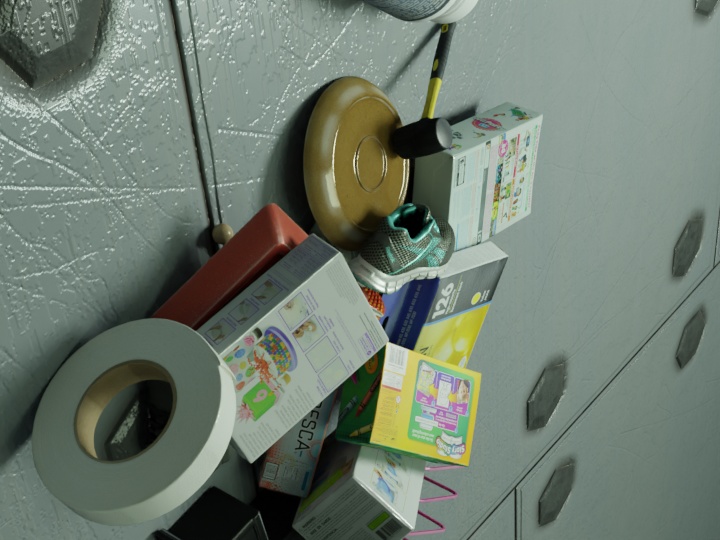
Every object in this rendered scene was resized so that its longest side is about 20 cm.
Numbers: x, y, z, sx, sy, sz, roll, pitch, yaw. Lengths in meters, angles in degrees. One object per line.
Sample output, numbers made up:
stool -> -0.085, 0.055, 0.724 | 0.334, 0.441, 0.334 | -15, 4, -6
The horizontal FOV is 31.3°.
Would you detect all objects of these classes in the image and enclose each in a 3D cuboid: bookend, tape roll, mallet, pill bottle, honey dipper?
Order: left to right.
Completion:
tape roll -> -0.213, 0.140, 1.209 | 0.203, 0.202, 0.037 | -56, 145, -17
honey dipper -> -0.120, 0.016, 1.428 | 0.038, 0.038, 0.200 | -51, 140, -24
bookend -> -0.126, 0.328, 1.548 | 0.200, 0.092, 0.199 | -45, 141, -33
pill bottle -> 0.047, -0.333, 1.377 | 0.200, 0.119, 0.120 | 11, 100, -57
mallet -> 0.096, -0.220, 1.522 | 0.041, 0.066, 0.201 | 43, 57, -41

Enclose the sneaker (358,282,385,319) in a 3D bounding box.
sneaker -> -0.058, 0.023, 1.452 | 0.077, 0.073, 0.200 | -42, 123, 18

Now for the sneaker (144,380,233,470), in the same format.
sneaker -> -0.193, 0.167, 1.371 | 0.079, 0.075, 0.200 | -47, 142, -24

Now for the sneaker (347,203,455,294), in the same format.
sneaker -> 0.066, -0.038, 1.485 | 0.200, 0.077, 0.092 | -30, 150, -58

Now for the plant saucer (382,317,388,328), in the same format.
plant saucer -> 0.104, 0.053, 1.720 | 0.200, 0.050, 0.201 | -40, 150, -30

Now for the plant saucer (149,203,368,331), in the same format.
plant saucer -> -0.104, 0.056, 1.373 | 0.200, 0.037, 0.200 | -44, 132, 2

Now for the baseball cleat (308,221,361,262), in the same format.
baseball cleat -> 0.000, 0.000, 1.555 | 0.106, 0.070, 0.201 | -47, 143, -28

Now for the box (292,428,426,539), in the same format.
box -> 0.004, 0.261, 1.579 | 0.112, 0.101, 0.200 | -43, -169, 23

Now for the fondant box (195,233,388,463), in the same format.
fondant box -> -0.081, 0.080, 1.324 | 0.200, 0.058, 0.145 | -41, 132, -14

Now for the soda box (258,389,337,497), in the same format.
soda box -> -0.068, 0.165, 1.539 | 0.068, 0.063, 0.201 | -101, -153, -77

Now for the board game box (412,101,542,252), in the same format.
board game box -> 0.149, -0.117, 1.650 | 0.200, 0.064, 0.148 | -27, 131, -44

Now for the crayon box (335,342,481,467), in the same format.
crayon box -> 0.062, 0.162, 1.544 | 0.200, 0.058, 0.120 | 22, 74, -47

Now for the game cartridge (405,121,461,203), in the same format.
game cartridge -> 0.106, -0.086, 1.692 | 0.129, 0.038, 0.201 | -25, 129, -41

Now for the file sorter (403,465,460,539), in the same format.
file sorter -> 0.045, 0.334, 1.769 | 0.139, 0.125, 0.201 | 8, 102, -56

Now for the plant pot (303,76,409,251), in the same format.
plant pot -> 0.004, -0.122, 1.474 | 0.200, 0.027, 0.201 | -7, 99, -56

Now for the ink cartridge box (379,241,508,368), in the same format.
ink cartridge box -> 0.086, 0.071, 1.615 | 0.200, 0.047, 0.198 | -19, 137, -47
